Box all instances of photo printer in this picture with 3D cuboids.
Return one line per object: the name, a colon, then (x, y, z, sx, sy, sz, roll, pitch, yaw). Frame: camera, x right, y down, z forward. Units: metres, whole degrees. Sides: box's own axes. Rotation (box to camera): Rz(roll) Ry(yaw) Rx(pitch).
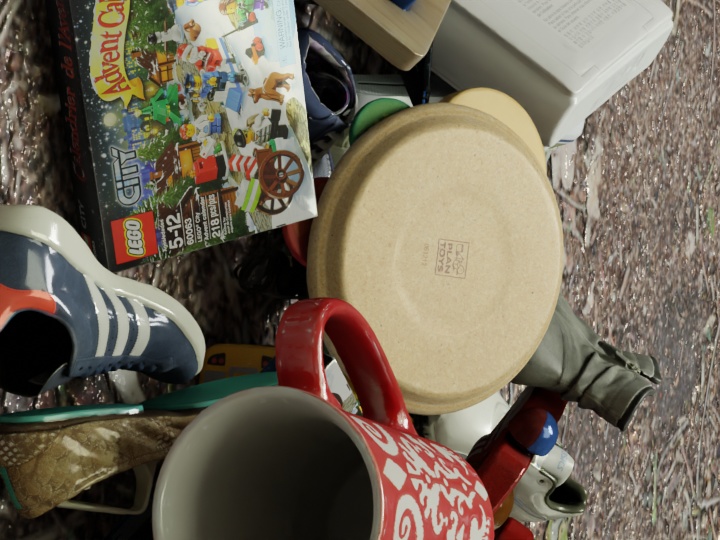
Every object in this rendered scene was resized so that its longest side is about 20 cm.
photo printer: (0.095, -0.185, 1.844, 0.166, 0.200, 0.069, -40, 164, -48)

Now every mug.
mug: (0.000, 0.121, 1.491, 0.178, 0.133, 0.200, -62, 155, 4)

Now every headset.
headset: (0.000, 0.000, 1.726, 0.200, 0.123, 0.094, 3, 120, -48)

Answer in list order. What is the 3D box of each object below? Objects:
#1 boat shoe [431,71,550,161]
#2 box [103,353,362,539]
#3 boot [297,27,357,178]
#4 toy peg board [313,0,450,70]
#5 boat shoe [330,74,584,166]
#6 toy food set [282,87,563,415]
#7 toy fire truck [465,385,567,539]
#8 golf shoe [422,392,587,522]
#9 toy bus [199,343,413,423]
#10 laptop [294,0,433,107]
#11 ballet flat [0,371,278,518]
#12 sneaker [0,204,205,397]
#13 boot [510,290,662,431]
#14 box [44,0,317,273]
boat shoe: (0.088, -0.134, 1.968, 0.076, 0.060, 0.200, -32, 143, -6)
box: (-0.069, 0.158, 1.599, 0.200, 0.038, 0.137, -47, 136, -21)
boot: (-0.038, -0.087, 1.675, 0.200, 0.090, 0.073, 47, 51, -57)
toy peg board: (0.005, -0.259, 1.596, 0.200, 0.098, 0.199, 38, 41, -12)
boat shoe: (0.061, -0.097, 1.849, 0.200, 0.072, 0.062, 2, 112, -27)
toy food set: (0.042, -0.010, 1.665, 0.198, 0.049, 0.200, -12, 101, -33)
toy fire truck: (0.078, 0.146, 1.822, 0.168, 0.112, 0.200, -54, 177, 17)
golf shoe: (0.112, 0.125, 2.018, 0.200, 0.097, 0.078, 55, 46, -51)
toy bus: (-0.032, 0.088, 1.741, 0.200, 0.065, 0.078, 5, 87, -65)
laptop: (-0.028, -0.201, 1.678, 0.200, 0.103, 0.177, 93, -20, -64)
ballet flat: (-0.115, 0.100, 1.499, 0.200, 0.070, 0.065, -8, 95, -33)
sneaker: (-0.157, 0.038, 1.462, 0.200, 0.075, 0.085, 38, 59, -50)
boot: (0.140, 0.046, 1.844, 0.068, 0.131, 0.200, -63, -176, 22)
box: (-0.101, -0.111, 1.515, 0.136, 0.038, 0.200, -17, 113, -26)
